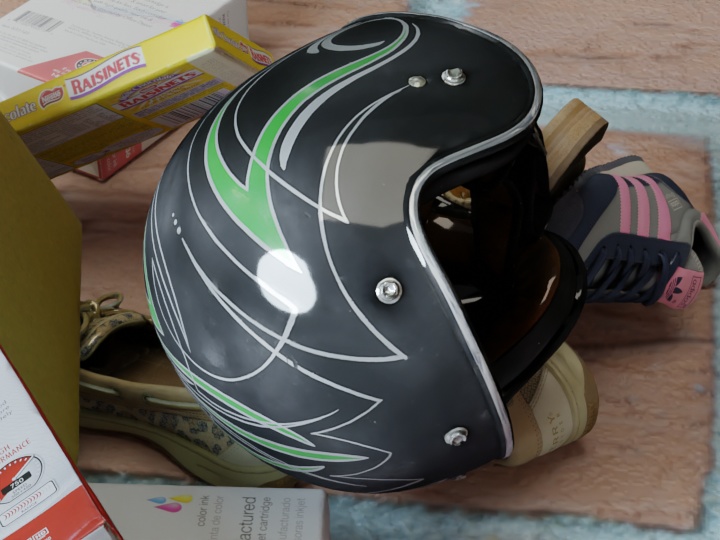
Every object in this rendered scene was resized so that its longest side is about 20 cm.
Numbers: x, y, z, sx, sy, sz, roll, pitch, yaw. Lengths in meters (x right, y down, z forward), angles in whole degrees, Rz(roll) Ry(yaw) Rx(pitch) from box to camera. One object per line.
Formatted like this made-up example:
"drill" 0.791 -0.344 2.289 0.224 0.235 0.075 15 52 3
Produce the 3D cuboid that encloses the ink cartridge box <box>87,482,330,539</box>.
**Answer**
"ink cartridge box" -0.114 0.165 0.768 0.200 0.086 0.148 2 37 1

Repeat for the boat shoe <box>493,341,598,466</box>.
"boat shoe" 0.034 0.030 0.960 0.064 0.071 0.200 -26 44 -31

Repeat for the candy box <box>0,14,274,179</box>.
"candy box" -0.154 -0.089 1.051 0.200 0.102 0.026 -21 76 15

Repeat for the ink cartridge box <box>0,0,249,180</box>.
"ink cartridge box" -0.152 -0.148 1.209 0.116 0.068 0.200 22 43 27

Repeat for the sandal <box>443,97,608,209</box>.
"sandal" 0.073 -0.056 0.959 0.070 0.212 0.078 40 77 6

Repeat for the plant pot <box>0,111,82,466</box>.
"plant pot" -0.256 -0.008 0.859 0.195 0.200 0.194 -15 42 5

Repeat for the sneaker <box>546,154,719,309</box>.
"sneaker" 0.142 -0.010 0.974 0.082 0.070 0.200 40 28 14

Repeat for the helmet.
"helmet" 0.000 0.000 0.812 0.200 0.200 0.191 22 60 28

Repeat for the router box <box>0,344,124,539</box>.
"router box" -0.199 0.122 0.707 0.200 0.049 0.179 -33 35 -10

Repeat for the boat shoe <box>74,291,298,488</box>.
"boat shoe" -0.109 0.048 0.944 0.200 0.063 0.073 20 41 26
